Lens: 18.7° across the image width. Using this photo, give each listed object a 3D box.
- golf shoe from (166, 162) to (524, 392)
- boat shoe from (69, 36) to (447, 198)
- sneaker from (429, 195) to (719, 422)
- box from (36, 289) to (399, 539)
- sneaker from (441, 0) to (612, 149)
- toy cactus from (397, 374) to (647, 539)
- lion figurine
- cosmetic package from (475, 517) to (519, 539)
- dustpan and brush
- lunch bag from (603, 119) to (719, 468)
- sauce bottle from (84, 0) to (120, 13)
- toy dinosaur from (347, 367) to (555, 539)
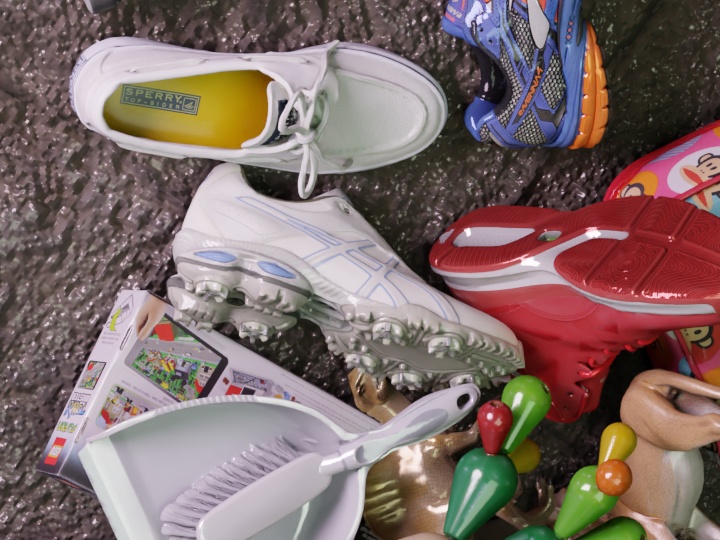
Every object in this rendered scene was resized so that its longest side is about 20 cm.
[{"bbox_3d":[0.000,0.000,1.161,0.200,0.078,0.097,20,59,-17],"label":"golf shoe"},{"bbox_3d":[-0.044,-0.081,1.122,0.202,0.086,0.075,6,108,-19],"label":"boat shoe"},{"bbox_3d":[0.139,0.026,1.177,0.078,0.200,0.116,-47,126,-29],"label":"sneaker"},{"bbox_3d":[-0.065,0.103,1.195,0.200,0.035,0.110,31,76,-25],"label":"box"},{"bbox_3d":[0.079,-0.149,1.144,0.078,0.075,0.200,-15,113,-8],"label":"sneaker"},{"bbox_3d":[0.073,0.158,1.144,0.165,0.102,0.200,-7,89,-7],"label":"toy cactus"},{"bbox_3d":[0.169,0.111,1.229,0.072,0.122,0.200,-26,140,-43],"label":"lion figurine"},{"bbox_3d":[0.082,0.261,1.287,0.087,0.103,0.200,-18,113,-9],"label":"cosmetic package"},{"bbox_3d":[-0.029,0.106,1.154,0.200,0.057,0.140,-29,107,-20],"label":"dustpan and brush"},{"bbox_3d":[0.244,0.004,1.248,0.176,0.082,0.200,-26,115,-7],"label":"lunch bag"},{"bbox_3d":[-0.050,-0.183,1.094,0.200,0.066,0.066,-25,116,-5],"label":"sauce bottle"},{"bbox_3d":[0.051,0.131,1.214,0.101,0.058,0.200,-17,84,-19],"label":"toy dinosaur"}]
